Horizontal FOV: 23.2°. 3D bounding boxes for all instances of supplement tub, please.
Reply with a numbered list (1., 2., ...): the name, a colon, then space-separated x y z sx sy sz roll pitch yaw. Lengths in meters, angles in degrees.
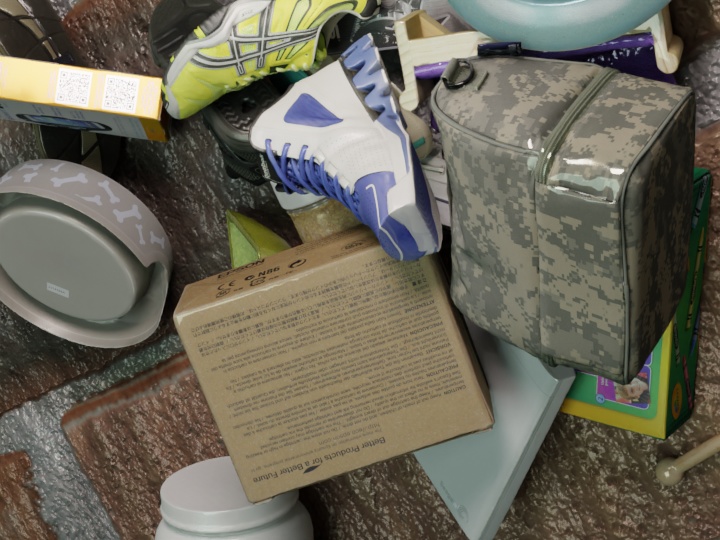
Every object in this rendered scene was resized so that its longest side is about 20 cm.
1. supplement tub: -0.108 0.282 1.576 0.143 0.144 0.202 6 110 32

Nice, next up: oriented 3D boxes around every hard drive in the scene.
1. hard drive: 0.096 0.105 1.397 0.132 0.026 0.201 56 142 33

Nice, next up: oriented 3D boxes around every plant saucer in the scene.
1. plant saucer: -0.067 0.059 1.469 0.047 0.200 0.202 -8 103 -10
2. plant saucer: 0.140 -0.247 1.209 0.198 0.027 0.202 -6 67 15

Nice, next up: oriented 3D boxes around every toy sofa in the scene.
1. toy sofa: 0.129 -0.150 1.255 0.198 0.083 0.099 -7 103 15

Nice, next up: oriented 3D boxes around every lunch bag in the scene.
1. lunch bag: 0.132 -0.044 1.199 0.166 0.140 0.201 14 134 24

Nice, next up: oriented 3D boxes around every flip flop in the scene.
1. flip flop: -0.282 -0.162 1.584 0.201 0.081 0.057 62 154 -4

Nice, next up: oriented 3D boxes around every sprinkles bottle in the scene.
1. sprinkles bottle: 0.000 0.000 1.369 0.068 0.068 0.201 -14 109 37

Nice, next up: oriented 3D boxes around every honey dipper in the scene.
1. honey dipper: 0.295 0.114 1.311 0.038 0.038 0.200 54 131 6

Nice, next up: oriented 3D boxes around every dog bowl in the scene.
1. dog bowl: -0.258 -0.018 1.576 0.198 0.059 0.201 16 142 13

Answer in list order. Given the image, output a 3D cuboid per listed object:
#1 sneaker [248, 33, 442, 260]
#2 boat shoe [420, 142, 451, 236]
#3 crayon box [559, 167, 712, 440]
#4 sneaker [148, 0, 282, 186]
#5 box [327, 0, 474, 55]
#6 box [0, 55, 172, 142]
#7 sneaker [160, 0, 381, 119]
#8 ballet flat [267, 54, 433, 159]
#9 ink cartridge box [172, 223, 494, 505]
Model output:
1. sneaker: -0.016 -0.075 1.262 0.114 0.200 0.081 -22 137 6
2. boat shoe: 0.061 -0.069 1.383 0.199 0.072 0.066 23 86 43
3. crayon box: 0.194 0.016 1.326 0.118 0.058 0.202 14 114 30
4. sneaker: -0.112 -0.144 1.464 0.200 0.076 0.115 52 167 34
5. box: 0.030 -0.272 1.336 0.157 0.048 0.202 -1 106 33
6. box: -0.261 -0.149 1.487 0.198 0.119 0.042 10 85 -2
7. sneaker: -0.072 -0.174 1.340 0.200 0.075 0.077 -38 89 21
8. ballet flat: -0.008 -0.138 1.399 0.200 0.069 0.070 45 130 43
9. ink cartridge box: -0.018 0.063 1.315 0.198 0.075 0.166 -18 108 8
